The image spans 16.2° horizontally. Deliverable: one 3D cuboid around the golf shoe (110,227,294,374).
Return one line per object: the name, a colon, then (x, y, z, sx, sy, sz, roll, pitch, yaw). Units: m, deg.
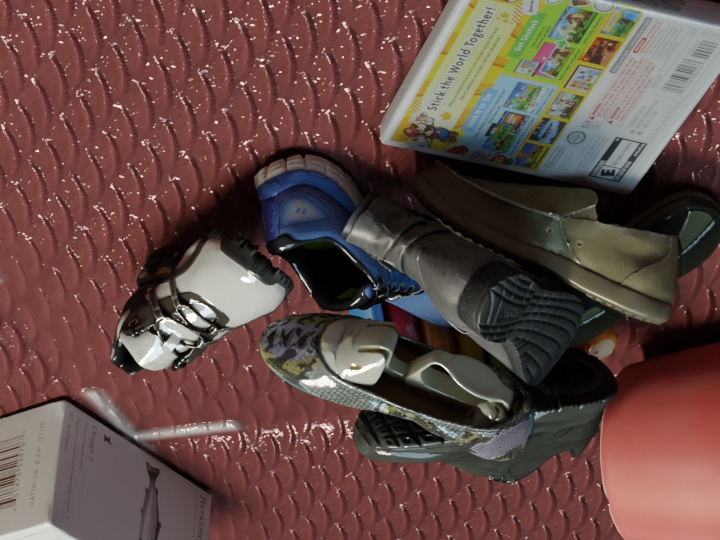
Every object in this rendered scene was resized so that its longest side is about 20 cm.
golf shoe: (-0.115, 0.032, 1.781, 0.078, 0.095, 0.200, 39, 156, -13)

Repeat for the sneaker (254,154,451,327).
sneaker: (0.000, 0.000, 1.778, 0.200, 0.089, 0.078, 29, 141, -35)

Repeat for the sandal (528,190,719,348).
sandal: (0.168, -0.003, 1.800, 0.201, 0.057, 0.080, -30, 137, 19)

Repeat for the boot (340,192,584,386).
boot: (0.071, 0.005, 1.718, 0.132, 0.070, 0.200, 33, 174, 26)

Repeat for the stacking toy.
stacking toy: (0.096, 0.067, 1.887, 0.199, 0.110, 0.116, -7, 146, -6)

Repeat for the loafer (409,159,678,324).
loafer: (0.130, -0.031, 1.726, 0.200, 0.068, 0.076, 27, 178, 0)

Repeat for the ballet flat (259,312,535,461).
ballet flat: (0.030, 0.067, 1.738, 0.200, 0.072, 0.072, 21, 147, -1)

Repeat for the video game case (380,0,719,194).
video game case: (0.128, -0.124, 1.632, 0.181, 0.023, 0.200, 11, 148, -13)

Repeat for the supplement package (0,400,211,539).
supplement package: (-0.232, 0.211, 2.111, 0.117, 0.117, 0.200, -18, 143, 30)

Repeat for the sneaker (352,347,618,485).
sneaker: (0.090, 0.119, 1.823, 0.199, 0.076, 0.091, -6, 133, -17)

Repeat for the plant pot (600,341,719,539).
plant pot: (0.288, 0.137, 1.900, 0.177, 0.201, 0.200, -5, 149, 29)
